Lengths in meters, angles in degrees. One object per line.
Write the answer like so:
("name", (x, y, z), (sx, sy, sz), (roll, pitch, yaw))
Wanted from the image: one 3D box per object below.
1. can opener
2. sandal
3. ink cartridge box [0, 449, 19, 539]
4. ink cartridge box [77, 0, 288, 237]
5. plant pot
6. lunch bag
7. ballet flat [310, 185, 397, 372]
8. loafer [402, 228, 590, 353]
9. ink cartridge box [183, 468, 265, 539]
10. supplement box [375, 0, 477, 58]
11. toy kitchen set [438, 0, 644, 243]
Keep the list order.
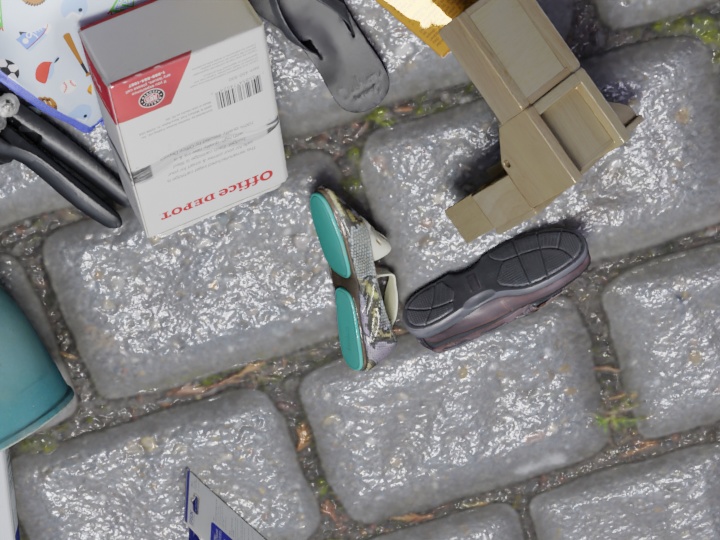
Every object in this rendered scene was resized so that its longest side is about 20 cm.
("can opener", (-0.295, -0.111, 1.522), (0.199, 0.078, 0.064), (31, 71, -21))
("sandal", (-0.040, -0.228, 1.486), (0.076, 0.043, 0.200), (-38, 112, 13))
("ink cartridge box", (-0.456, 0.258, 1.687), (0.197, 0.043, 0.198), (-1, 117, -2))
("ink cartridge box", (-0.153, -0.142, 1.435), (0.146, 0.083, 0.201), (-23, 144, -13))
("plant pot", (-0.399, 0.077, 1.524), (0.198, 0.200, 0.190), (-24, 100, 7))
("lunch bag", (-0.258, -0.236, 1.419), (0.199, 0.124, 0.170), (37, 105, -26))
("ballet flat", (0.000, 0.000, 1.594), (0.071, 0.072, 0.202), (-11, 116, 1))
("loafer", (0.140, 0.022, 1.615), (0.198, 0.072, 0.063), (-24, 135, 14))
("ink cartridge box", (-0.127, 0.304, 1.702), (0.039, 0.100, 0.200), (-37, 112, 15))
("supplement box", (0.020, -0.280, 1.453), (0.199, 0.067, 0.069), (36, 108, -18))
("toy kitchen set", (0.149, -0.161, 1.495), (0.163, 0.200, 0.181), (-38, 94, -29))
